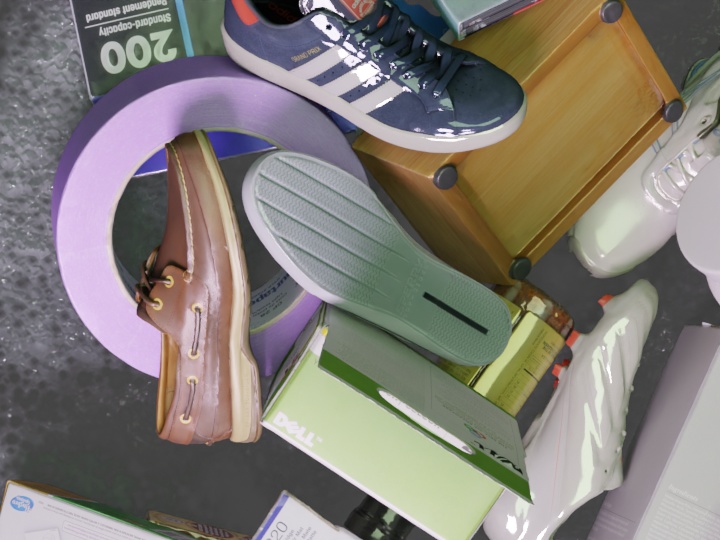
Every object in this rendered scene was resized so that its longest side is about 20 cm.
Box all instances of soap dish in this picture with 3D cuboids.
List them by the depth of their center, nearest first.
[{"bbox_3d":[0.107,-0.097,1.290,0.200,0.081,0.157,-45,136,-4],"label":"soap dish"}]

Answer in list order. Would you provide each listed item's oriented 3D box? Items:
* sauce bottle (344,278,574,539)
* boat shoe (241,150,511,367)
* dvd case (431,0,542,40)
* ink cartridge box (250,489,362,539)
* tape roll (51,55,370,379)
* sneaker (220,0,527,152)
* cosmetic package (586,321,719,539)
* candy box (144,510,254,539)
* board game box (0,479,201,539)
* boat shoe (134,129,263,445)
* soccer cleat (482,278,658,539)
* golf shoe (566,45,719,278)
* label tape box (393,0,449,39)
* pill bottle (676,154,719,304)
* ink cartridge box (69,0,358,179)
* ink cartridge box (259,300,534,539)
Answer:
[{"bbox_3d":[0.061,0.096,1.328,0.066,0.066,0.200,38,87,-5],"label":"sauce bottle"},{"bbox_3d":[0.000,0.000,1.239,0.200,0.067,0.074,39,73,-20],"label":"boat shoe"},{"bbox_3d":[0.113,-0.238,1.254,0.199,0.022,0.146,-25,61,-10],"label":"dvd case"},{"bbox_3d":[-0.032,0.266,1.253,0.200,0.041,0.200,39,80,-20],"label":"ink cartridge box"},{"bbox_3d":[-0.094,-0.031,1.281,0.199,0.066,0.201,-3,107,-10],"label":"tape roll"},{"bbox_3d":[0.005,-0.137,1.195,0.199,0.085,0.075,20,52,15],"label":"sneaker"},{"bbox_3d":[0.220,0.139,1.326,0.090,0.107,0.201,28,89,-6],"label":"cosmetic package"},{"bbox_3d":[-0.059,0.238,1.318,0.199,0.056,0.117,16,88,-8],"label":"candy box"},{"bbox_3d":[-0.181,0.248,1.269,0.152,0.040,0.201,15,88,32],"label":"board game box"},{"bbox_3d":[-0.102,0.016,1.221,0.067,0.072,0.201,-9,112,-11],"label":"boat shoe"},{"bbox_3d":[0.151,0.101,1.333,0.077,0.069,0.201,32,94,14],"label":"soccer cleat"},{"bbox_3d":[0.214,-0.078,1.329,0.078,0.097,0.200,41,87,-9],"label":"golf shoe"},{"bbox_3d":[0.087,-0.246,1.332,0.143,0.066,0.200,39,84,-4],"label":"label tape box"},{"bbox_3d":[0.291,-0.001,1.287,0.200,0.112,0.113,28,86,-40],"label":"pill bottle"},{"bbox_3d":[-0.088,-0.173,1.306,0.197,0.043,0.201,-12,92,5],"label":"ink cartridge box"},{"bbox_3d":[0.018,0.099,1.190,0.147,0.200,0.076,34,99,-4],"label":"ink cartridge box"}]
